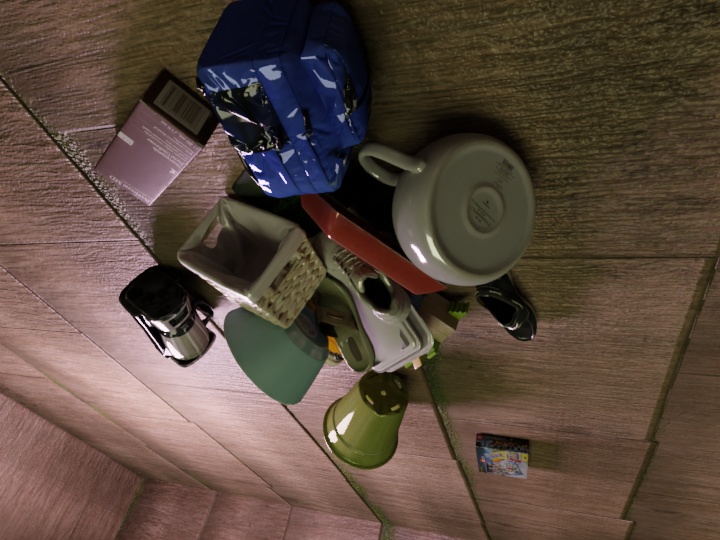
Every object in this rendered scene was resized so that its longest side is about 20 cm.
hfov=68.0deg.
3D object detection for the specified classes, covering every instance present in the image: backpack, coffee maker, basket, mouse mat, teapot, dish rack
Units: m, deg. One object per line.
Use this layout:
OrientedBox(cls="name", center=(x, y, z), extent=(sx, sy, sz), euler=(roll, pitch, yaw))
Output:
OrientedBox(cls="backpack", center=(-0.070, -0.182, 0.609), extent=(0.167, 0.163, 0.201), euler=(1, 141, 16))
OrientedBox(cls="coffee maker", center=(-0.432, 0.096, 1.156), extent=(0.191, 0.135, 0.201), euler=(9, 143, 12))
OrientedBox(cls="basket", center=(-0.170, -0.013, 0.858), extent=(0.199, 0.136, 0.124), euler=(23, 161, 36))
OrientedBox(cls="mouse mat", center=(-0.096, -0.129, 0.826), extent=(0.160, 0.008, 0.200), euler=(32, 141, -21))
OrientedBox(cls="teapot", center=(0.111, -0.078, 0.685), extent=(0.146, 0.196, 0.201), euler=(12, 116, 62))
OrientedBox(cls="dish rack", center=(0.021, 0.085, 0.943), extent=(0.201, 0.043, 0.172), euler=(56, 139, 6))

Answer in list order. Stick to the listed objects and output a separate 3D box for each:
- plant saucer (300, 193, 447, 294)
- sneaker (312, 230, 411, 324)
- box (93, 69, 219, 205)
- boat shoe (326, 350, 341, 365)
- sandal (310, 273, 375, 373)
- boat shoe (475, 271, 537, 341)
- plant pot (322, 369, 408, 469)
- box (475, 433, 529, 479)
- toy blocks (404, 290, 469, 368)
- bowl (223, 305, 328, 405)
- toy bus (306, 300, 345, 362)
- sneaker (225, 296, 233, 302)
OrientedBox(cls="plant saucer", center=(0.004, -0.044, 0.752), extent=(0.199, 0.200, 0.037), euler=(32, 98, -27))
OrientedBox(cls="sneaker", center=(0.000, 0.000, 0.841), extent=(0.200, 0.078, 0.099), euler=(41, 180, 12))
OrientedBox(cls="box", center=(-0.298, -0.185, 0.776), extent=(0.100, 0.075, 0.199), euler=(36, 142, -25))
OrientedBox(cls="boat shoe", center=(-0.092, 0.130, 1.128), extent=(0.065, 0.074, 0.200), euler=(-26, 131, 30))
OrientedBox(cls="sandal", center=(-0.040, 0.091, 0.923), extent=(0.080, 0.057, 0.202), euler=(-30, 91, 38))
OrientedBox(cls="boat shoe", center=(0.246, 0.070, 0.905), extent=(0.071, 0.068, 0.200), euler=(-12, 137, 32))
OrientedBox(cls="plant pot", center=(0.029, 0.336, 1.274), extent=(0.199, 0.201, 0.191), euler=(20, 132, -4))
OrientedBox(cls="box", center=(0.389, 0.511, 1.465), extent=(0.136, 0.038, 0.201), euler=(3, 143, 18))
OrientedBox(cls="toy blocks", center=(0.085, 0.088, 0.984), extent=(0.136, 0.100, 0.200), euler=(33, 139, -6))
OrientedBox(cls="bowl", center=(-0.130, 0.119, 0.932), extent=(0.105, 0.201, 0.201), euler=(-39, 123, 12))
OrientedBox(cls="toy bus", center=(-0.057, 0.106, 1.064), extent=(0.065, 0.079, 0.200), euler=(-16, 134, 36))
OrientedBox(cls="sneaker", center=(-0.175, 0.029, 1.007), extent=(0.199, 0.082, 0.088), euler=(-17, 131, 39))
